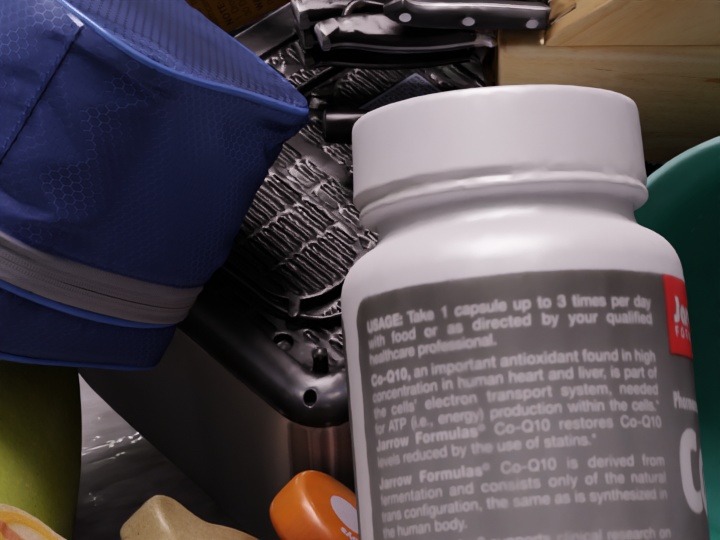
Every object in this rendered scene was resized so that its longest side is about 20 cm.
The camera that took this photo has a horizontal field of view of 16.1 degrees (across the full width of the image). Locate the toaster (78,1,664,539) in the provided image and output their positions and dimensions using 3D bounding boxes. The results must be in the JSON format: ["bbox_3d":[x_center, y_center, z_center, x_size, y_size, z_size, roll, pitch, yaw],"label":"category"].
[{"bbox_3d":[0.000,0.000,0.977,0.181,0.119,0.200,-35,55,-27],"label":"toaster"}]

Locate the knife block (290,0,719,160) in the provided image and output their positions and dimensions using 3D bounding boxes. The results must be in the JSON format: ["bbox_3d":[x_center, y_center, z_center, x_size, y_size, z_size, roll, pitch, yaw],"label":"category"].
[{"bbox_3d":[0.080,-0.077,0.930,0.175,0.200,0.064,-28,48,38],"label":"knife block"}]

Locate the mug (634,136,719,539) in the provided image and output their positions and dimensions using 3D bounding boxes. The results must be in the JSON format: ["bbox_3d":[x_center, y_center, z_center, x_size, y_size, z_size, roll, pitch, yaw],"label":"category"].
[{"bbox_3d":[0.151,0.034,0.899,0.184,0.153,0.114,-5,-10,32],"label":"mug"}]

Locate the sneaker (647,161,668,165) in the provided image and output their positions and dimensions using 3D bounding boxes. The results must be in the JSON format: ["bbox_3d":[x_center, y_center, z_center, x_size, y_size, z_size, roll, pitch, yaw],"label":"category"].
[{"bbox_3d":[0.079,-0.108,1.023,0.074,0.088,0.200,-38,62,-6],"label":"sneaker"}]

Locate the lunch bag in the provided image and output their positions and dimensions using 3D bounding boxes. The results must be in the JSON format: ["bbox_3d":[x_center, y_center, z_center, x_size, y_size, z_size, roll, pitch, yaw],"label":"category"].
[{"bbox_3d":[-0.135,-0.057,0.877,0.200,0.133,0.136,40,13,30],"label":"lunch bag"}]

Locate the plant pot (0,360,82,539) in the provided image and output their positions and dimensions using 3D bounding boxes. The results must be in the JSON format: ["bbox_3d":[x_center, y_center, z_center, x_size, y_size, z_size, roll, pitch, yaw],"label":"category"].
[{"bbox_3d":[-0.175,0.074,0.914,0.186,0.188,0.200,-1,22,14],"label":"plant pot"}]

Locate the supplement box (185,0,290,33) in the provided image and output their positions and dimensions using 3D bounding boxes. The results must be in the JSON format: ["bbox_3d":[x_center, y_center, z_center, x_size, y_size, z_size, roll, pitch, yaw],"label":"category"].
[{"bbox_3d":[-0.022,-0.161,1.029,0.199,0.069,0.067,-28,48,3],"label":"supplement box"}]

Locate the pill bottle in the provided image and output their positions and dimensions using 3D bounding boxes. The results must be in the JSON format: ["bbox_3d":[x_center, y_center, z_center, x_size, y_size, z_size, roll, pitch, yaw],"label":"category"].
[{"bbox_3d":[0.053,0.048,0.823,0.113,0.201,0.114,-4,-9,-1],"label":"pill bottle"}]

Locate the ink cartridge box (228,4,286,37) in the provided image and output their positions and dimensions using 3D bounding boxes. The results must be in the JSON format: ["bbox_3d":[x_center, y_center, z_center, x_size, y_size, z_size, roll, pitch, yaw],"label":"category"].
[{"bbox_3d":[-0.072,-0.098,1.165,0.199,0.146,0.145,-17,34,-11],"label":"ink cartridge box"}]

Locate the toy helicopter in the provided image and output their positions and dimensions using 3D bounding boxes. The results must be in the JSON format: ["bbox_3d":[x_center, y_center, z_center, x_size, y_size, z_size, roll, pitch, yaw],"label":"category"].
[{"bbox_3d":[-0.052,0.121,0.808,0.079,0.200,0.132,-45,51,17],"label":"toy helicopter"}]
